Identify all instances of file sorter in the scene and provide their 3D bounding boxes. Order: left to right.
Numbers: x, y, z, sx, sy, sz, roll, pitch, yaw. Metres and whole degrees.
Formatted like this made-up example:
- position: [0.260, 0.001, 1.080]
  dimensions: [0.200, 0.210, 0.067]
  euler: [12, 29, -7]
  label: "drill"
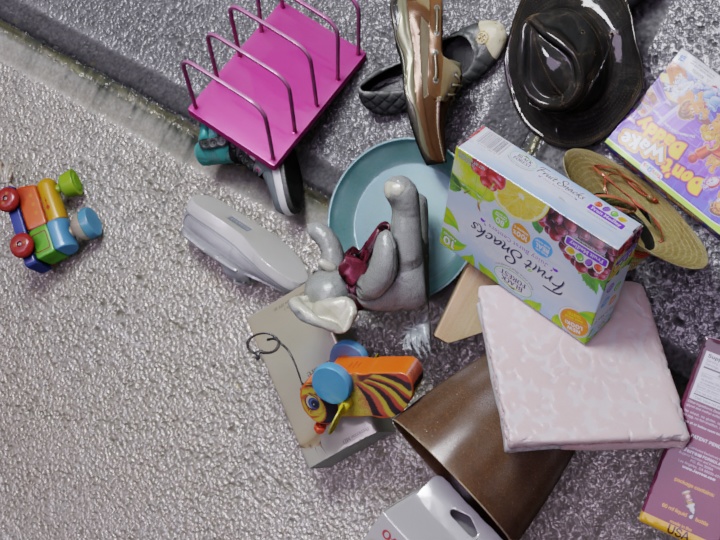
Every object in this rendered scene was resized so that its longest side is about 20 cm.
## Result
- position: [-0.104, -0.260, 1.305]
  dimensions: [0.138, 0.126, 0.201]
  euler: [33, 70, 13]
  label: "file sorter"

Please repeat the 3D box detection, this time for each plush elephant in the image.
- position: [0.000, 0.000, 1.214]
  dimensions: [0.152, 0.165, 0.204]
  euler: [-3, 93, 8]
  label: "plush elephant"

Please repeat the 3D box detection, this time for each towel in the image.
- position: [0.224, 0.097, 1.105]
  dimensions: [0.187, 0.032, 0.202]
  euler: [-2, 51, -4]
  label: "towel"

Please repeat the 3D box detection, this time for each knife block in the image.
- position: [0.155, -0.026, 1.224]
  dimensions: [0.197, 0.064, 0.178]
  euler: [-18, 85, 1]
  label: "knife block"

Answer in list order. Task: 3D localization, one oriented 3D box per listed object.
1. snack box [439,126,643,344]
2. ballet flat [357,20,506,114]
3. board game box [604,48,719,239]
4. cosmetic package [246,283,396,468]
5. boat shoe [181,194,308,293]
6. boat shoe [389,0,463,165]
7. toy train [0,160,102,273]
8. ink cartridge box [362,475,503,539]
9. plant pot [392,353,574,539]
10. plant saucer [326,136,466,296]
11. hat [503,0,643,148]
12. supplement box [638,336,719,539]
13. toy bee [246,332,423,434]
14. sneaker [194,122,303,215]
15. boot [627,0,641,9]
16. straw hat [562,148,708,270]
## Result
- position: [0.179, -0.037, 1.101]
  dimensions: [0.199, 0.143, 0.053]
  euler: [37, 55, 25]
  label: "snack box"
- position: [0.089, -0.246, 1.310]
  dimensions: [0.198, 0.057, 0.067]
  euler: [-26, 75, 16]
  label: "ballet flat"
- position: [0.390, -0.129, 1.182]
  dimensions: [0.200, 0.045, 0.135]
  euler: [43, 99, 21]
  label: "board game box"
- position: [-0.049, 0.127, 1.306]
  dimensions: [0.103, 0.073, 0.202]
  euler: [-30, 72, 14]
  label: "cosmetic package"
- position: [-0.154, -0.020, 1.374]
  dimensions: [0.198, 0.072, 0.069]
  euler: [33, 116, 16]
  label: "boat shoe"
- position: [0.085, -0.228, 1.259]
  dimensions: [0.073, 0.076, 0.204]
  euler: [-10, 92, 4]
  label: "boat shoe"
- position: [-0.441, -0.110, 1.493]
  dimensions: [0.114, 0.085, 0.203]
  euler: [-24, 74, 6]
  label: "toy train"
- position: [0.063, 0.337, 1.172]
  dimensions: [0.128, 0.125, 0.202]
  euler: [42, 119, 22]
  label: "ink cartridge box"
- position: [0.168, 0.161, 1.170]
  dimensions: [0.200, 0.187, 0.187]
  euler: [-44, 69, -7]
  label: "plant pot"
- position: [0.056, -0.060, 1.310]
  dimensions: [0.197, 0.036, 0.204]
  euler: [-3, 82, 21]
  label: "plant saucer"
- position: [0.220, -0.239, 1.214]
  dimensions: [0.199, 0.080, 0.204]
  euler: [10, 104, 43]
  label: "hat"
- position: [0.367, 0.179, 1.113]
  dimensions: [0.085, 0.110, 0.203]
  euler: [20, 90, 22]
  label: "supplement box"
- position: [-0.021, 0.133, 1.207]
  dimensions: [0.198, 0.130, 0.110]
  euler: [21, 128, 40]
  label: "toy bee"
- position: [-0.150, -0.148, 1.376]
  dimensions: [0.119, 0.084, 0.203]
  euler: [-21, 68, 13]
  label: "sneaker"
- position: [0.341, -0.335, 1.217]
  dimensions: [0.199, 0.066, 0.166]
  euler: [-35, 64, 11]
  label: "boot"
- position: [0.273, -0.038, 1.158]
  dimensions: [0.201, 0.200, 0.086]
  euler: [46, 120, 20]
  label: "straw hat"
